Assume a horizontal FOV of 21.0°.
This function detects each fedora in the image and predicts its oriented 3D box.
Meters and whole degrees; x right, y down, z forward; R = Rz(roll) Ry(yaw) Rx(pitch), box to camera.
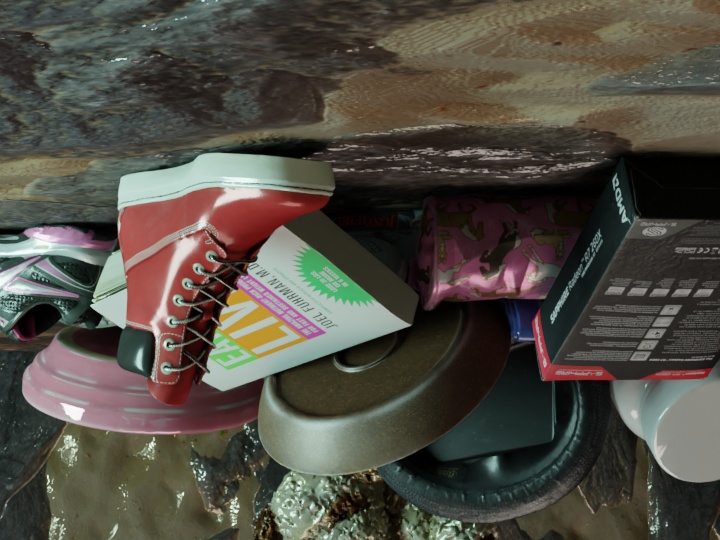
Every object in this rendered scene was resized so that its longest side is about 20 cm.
[{"bbox_3d":[0.100,0.096,1.491,0.199,0.203,0.092,-2,-177,17],"label":"fedora"}]

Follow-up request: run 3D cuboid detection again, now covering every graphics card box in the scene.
[{"bbox_3d":[0.198,0.003,1.255,0.124,0.051,0.201,0,149,-13],"label":"graphics card box"}]

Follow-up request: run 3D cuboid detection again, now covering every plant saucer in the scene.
[{"bbox_3d":[-0.171,0.080,1.564,0.198,0.051,0.201,6,-168,-1],"label":"plant saucer"},{"bbox_3d":[0.010,0.065,1.391,0.199,0.035,0.201,-21,-149,13],"label":"plant saucer"}]

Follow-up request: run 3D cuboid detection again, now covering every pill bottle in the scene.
[{"bbox_3d":[0.233,0.060,1.464,0.112,0.114,0.201,0,-146,-14],"label":"pill bottle"}]

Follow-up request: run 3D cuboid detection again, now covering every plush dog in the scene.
[{"bbox_3d":[0.000,0.222,1.712,0.200,0.161,0.171,-42,123,16],"label":"plush dog"}]

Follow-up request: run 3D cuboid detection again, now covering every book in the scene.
[{"bbox_3d":[-0.074,0.016,1.346,0.133,0.048,0.199,39,140,-27],"label":"book"}]

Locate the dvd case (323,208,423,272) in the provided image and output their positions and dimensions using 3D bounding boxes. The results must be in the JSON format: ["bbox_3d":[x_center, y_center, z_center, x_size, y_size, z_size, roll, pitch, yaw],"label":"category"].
[{"bbox_3d":[0.000,0.000,1.482,0.198,0.022,0.146,-3,150,16],"label":"dvd case"}]

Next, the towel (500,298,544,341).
[{"bbox_3d":[0.193,0.003,1.421,0.198,0.024,0.145,-1,-145,-8],"label":"towel"}]

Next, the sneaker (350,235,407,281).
[{"bbox_3d":[-0.065,-0.004,1.393,0.198,0.075,0.082,1,148,14],"label":"sneaker"}]

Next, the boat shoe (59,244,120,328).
[{"bbox_3d":[-0.236,0.007,1.595,0.198,0.077,0.072,7,-177,31],"label":"boat shoe"}]

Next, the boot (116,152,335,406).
[{"bbox_3d":[-0.084,0.007,1.168,0.072,0.146,0.199,8,169,-35],"label":"boot"}]

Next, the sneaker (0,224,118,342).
[{"bbox_3d":[-0.282,0.013,1.530,0.198,0.087,0.080,-3,173,33],"label":"sneaker"}]

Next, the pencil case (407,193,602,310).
[{"bbox_3d":[0.134,-0.013,1.348,0.198,0.087,0.083,0,-154,-8],"label":"pencil case"}]
